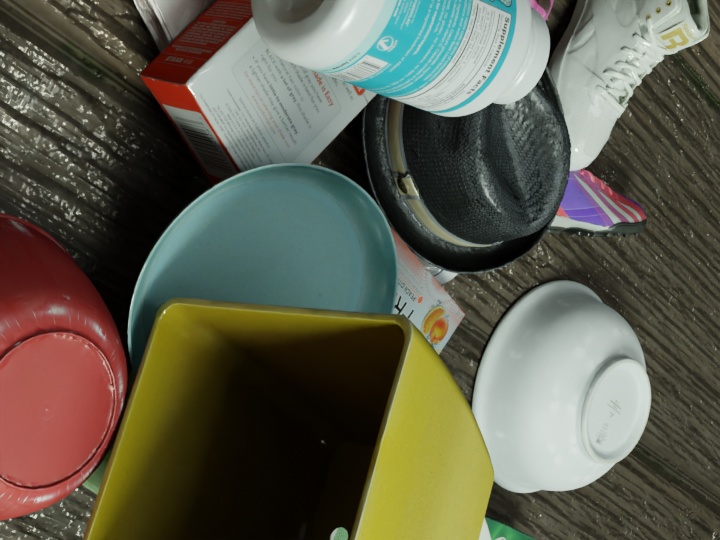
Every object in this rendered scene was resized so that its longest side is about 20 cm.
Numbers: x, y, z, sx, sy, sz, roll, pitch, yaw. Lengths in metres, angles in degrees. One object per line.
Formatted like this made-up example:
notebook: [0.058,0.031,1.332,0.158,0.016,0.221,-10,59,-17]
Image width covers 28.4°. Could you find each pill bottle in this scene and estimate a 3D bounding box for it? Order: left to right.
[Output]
pill bottle: [0.034,-0.164,0.912,0.199,0.110,0.112,13,93,-44]

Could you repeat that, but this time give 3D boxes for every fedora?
fedora: [0.098,-0.095,1.055,0.198,0.091,0.204,-3,97,-27]

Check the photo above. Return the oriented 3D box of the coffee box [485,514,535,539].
coffee box: [0.082,0.263,1.204,0.200,0.044,0.124,34,77,-62]

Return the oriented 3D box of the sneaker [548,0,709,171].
sneaker: [0.226,-0.181,1.188,0.073,0.115,0.202,30,69,-37]

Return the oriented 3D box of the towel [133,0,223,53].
towel: [-0.055,-0.183,1.007,0.200,0.032,0.192,-42,127,-27]

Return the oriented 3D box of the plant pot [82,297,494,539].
plant pot: [-0.026,0.148,0.870,0.176,0.198,0.202,35,65,-47]

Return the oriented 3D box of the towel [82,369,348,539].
towel: [-0.084,0.133,0.992,0.199,0.031,0.150,32,64,-8]

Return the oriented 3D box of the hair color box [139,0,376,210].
hair color box: [-0.042,-0.152,0.964,0.200,0.064,0.111,-47,128,-20]

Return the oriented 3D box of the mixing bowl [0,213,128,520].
mixing bowl: [-0.216,0.072,0.871,0.199,0.108,0.203,-13,110,-41]

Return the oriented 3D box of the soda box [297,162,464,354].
soda box: [0.000,0.000,1.062,0.064,0.068,0.200,-53,138,-10]

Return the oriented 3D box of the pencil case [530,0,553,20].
pencil case: [0.079,-0.268,1.076,0.200,0.090,0.095,50,48,-41]

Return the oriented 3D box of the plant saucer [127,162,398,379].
plant saucer: [-0.066,0.020,0.947,0.198,0.027,0.203,-15,120,-26]

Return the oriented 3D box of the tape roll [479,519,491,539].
tape roll: [0.006,0.220,1.044,0.200,0.037,0.206,7,74,-26]

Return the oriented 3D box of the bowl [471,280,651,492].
bowl: [0.198,0.115,1.282,0.199,0.090,0.204,-12,108,-40]

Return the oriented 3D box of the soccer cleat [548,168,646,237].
soccer cleat: [0.185,-0.068,1.241,0.198,0.068,0.074,3,92,-42]

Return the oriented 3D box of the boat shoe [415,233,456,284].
boat shoe: [0.084,-0.088,1.133,0.065,0.073,0.202,33,77,-47]
